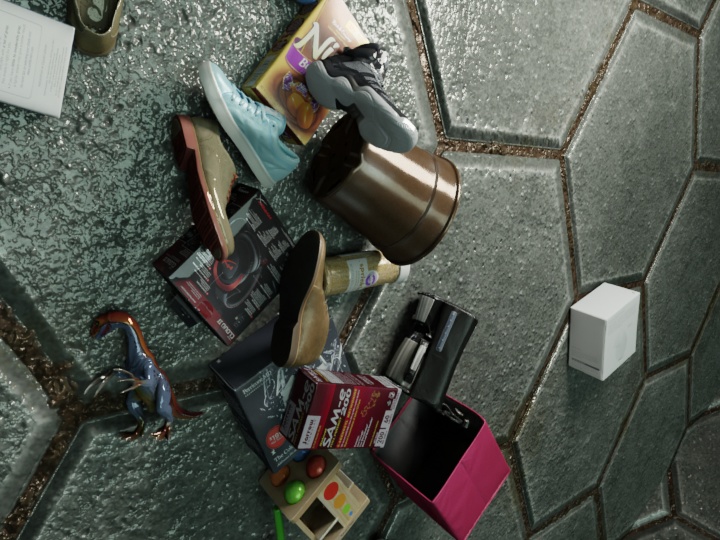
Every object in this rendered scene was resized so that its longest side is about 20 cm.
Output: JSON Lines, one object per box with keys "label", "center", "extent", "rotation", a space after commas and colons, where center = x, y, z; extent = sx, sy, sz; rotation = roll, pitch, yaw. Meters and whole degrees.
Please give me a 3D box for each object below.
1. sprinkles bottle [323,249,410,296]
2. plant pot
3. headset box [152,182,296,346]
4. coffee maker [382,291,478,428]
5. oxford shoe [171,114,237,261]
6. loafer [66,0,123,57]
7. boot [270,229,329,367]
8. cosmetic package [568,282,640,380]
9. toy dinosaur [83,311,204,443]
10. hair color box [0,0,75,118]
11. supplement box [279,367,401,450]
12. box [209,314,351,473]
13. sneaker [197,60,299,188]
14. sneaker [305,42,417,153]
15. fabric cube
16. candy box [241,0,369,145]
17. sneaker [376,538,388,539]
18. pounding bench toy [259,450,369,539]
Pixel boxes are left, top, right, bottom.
{"label": "sprinkles bottle", "center": [0.000, 0.000, 0.972], "extent": [0.195, 0.067, 0.071], "rotation": [-10, 110, -37]}
{"label": "plant pot", "center": [0.032, -0.142, 0.883], "extent": [0.195, 0.198, 0.206], "rotation": [27, 87, -34]}
{"label": "headset box", "center": [-0.196, -0.003, 0.800], "extent": [0.201, 0.074, 0.150], "rotation": [-48, 128, -19]}
{"label": "coffee maker", "center": [0.163, 0.174, 1.099], "extent": [0.188, 0.134, 0.205], "rotation": [29, 84, -16]}
{"label": "oxford shoe", "center": [-0.193, -0.116, 0.723], "extent": [0.073, 0.070, 0.207], "rotation": [-12, 83, -36]}
{"label": "loafer", "center": [-0.297, -0.353, 0.609], "extent": [0.074, 0.067, 0.208], "rotation": [-9, 109, -37]}
{"label": "boot", "center": [-0.079, 0.044, 0.814], "extent": [0.074, 0.072, 0.208], "rotation": [11, 93, -43]}
{"label": "cosmetic package", "center": [0.728, 0.177, 1.611], "extent": [0.195, 0.121, 0.207], "rotation": [-24, 119, -32]}
{"label": "toy dinosaur", "center": [-0.319, 0.147, 0.768], "extent": [0.200, 0.101, 0.190], "rotation": [-14, 104, -76]}
{"label": "hair color box", "center": [-0.412, -0.238, 0.552], "extent": [0.195, 0.060, 0.104], "rotation": [10, 97, -42]}
{"label": "supplement box", "center": [-0.028, 0.230, 0.888], "extent": [0.196, 0.060, 0.113], "rotation": [15, 95, -42]}
{"label": "box", "center": [-0.122, 0.190, 0.904], "extent": [0.198, 0.103, 0.187], "rotation": [-35, 122, -27]}
{"label": "sneaker", "center": [-0.151, -0.216, 0.760], "extent": [0.080, 0.075, 0.202], "rotation": [-29, 136, 2]}
{"label": "sneaker", "center": [0.022, -0.258, 0.768], "extent": [0.114, 0.198, 0.076], "rotation": [-44, 162, -25]}
{"label": "fabric cube", "center": [0.178, 0.413, 1.168], "extent": [0.201, 0.194, 0.202], "rotation": [-47, 128, -18]}
{"label": "candy box", "center": [-0.077, -0.310, 0.819], "extent": [0.117, 0.056, 0.203], "rotation": [43, 74, -39]}
{"label": "sneaker", "center": [0.077, 0.680, 1.264], "extent": [0.083, 0.075, 0.205], "rotation": [-56, 137, -47]}
{"label": "pounding bench toy", "center": [-0.111, 0.426, 0.972], "extent": [0.200, 0.123, 0.158], "rotation": [-45, 127, -19]}
